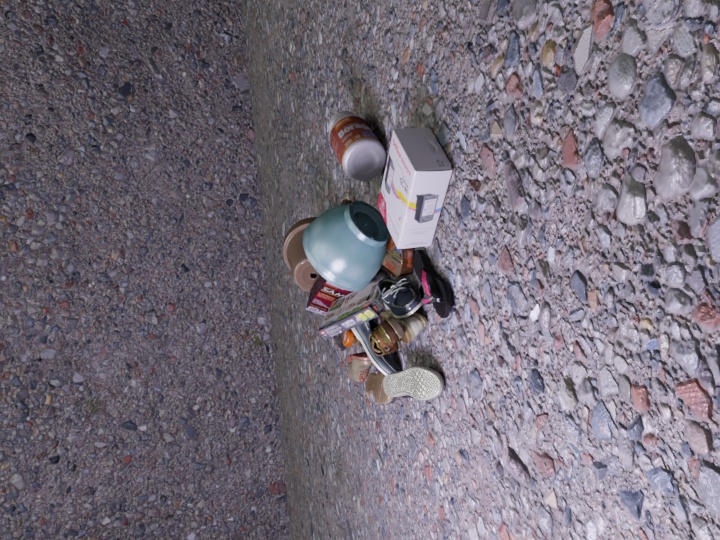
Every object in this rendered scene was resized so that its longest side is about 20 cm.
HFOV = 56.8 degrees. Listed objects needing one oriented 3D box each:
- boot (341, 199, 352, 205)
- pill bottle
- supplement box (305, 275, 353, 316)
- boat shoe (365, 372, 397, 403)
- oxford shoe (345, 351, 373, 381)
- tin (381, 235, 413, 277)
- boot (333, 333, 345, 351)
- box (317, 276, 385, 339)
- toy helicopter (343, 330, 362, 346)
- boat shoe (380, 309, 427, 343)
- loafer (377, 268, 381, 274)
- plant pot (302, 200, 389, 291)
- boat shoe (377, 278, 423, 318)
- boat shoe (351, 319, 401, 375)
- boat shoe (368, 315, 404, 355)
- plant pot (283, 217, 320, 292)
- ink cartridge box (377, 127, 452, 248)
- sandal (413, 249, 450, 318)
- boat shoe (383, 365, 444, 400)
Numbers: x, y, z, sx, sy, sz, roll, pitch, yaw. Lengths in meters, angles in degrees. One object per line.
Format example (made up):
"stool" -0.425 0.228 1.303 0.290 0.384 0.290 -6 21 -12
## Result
"boot" -0.017 -0.141 1.823 0.201 0.074 0.074 -90 -15 -60
"pill bottle" -0.017 -0.318 1.663 0.201 0.111 0.113 -117 27 -48
"supplement box" -0.066 0.057 1.794 0.200 0.108 0.062 127 158 -55
"boat shoe" 0.065 0.296 1.678 0.200 0.064 0.073 165 115 -75
"oxford shoe" 0.008 0.255 1.759 0.200 0.069 0.076 129 135 -76
"tin" 0.077 -0.053 1.572 0.200 0.041 0.114 -137 48 -66
"boot" -0.063 0.141 2.041 0.174 0.068 0.203 144 117 -70
"box" -0.017 0.096 1.676 0.199 0.035 0.111 -28 26 42
"toy helicopter" 0.018 0.114 1.780 0.201 0.078 0.134 122 154 -49
"boat shoe" 0.099 0.122 1.539 0.074 0.062 0.200 61 170 -13
"loafer" 0.000 0.000 1.660 0.067 0.200 0.076 45 122 7
"plant pot" -0.016 -0.074 1.535 0.134 0.198 0.202 -45 47 35
"boat shoe" 0.086 0.055 1.508 0.062 0.074 0.200 56 176 -14
"boat shoe" 0.048 0.185 1.660 0.062 0.073 0.201 -44 66 16
"boat shoe" 0.049 0.152 1.486 0.072 0.068 0.200 52 170 16
"plant pot" -0.132 -0.026 1.928 0.175 0.197 0.203 -92 6 -59
"ink cartridge box" 0.106 -0.167 1.358 0.202 0.084 0.149 99 158 -44
"sandal" 0.137 0.031 1.386 0.201 0.044 0.076 -117 27 -50
"boat shoe" 0.126 0.249 1.474 0.199 0.062 0.076 -20 71 57
